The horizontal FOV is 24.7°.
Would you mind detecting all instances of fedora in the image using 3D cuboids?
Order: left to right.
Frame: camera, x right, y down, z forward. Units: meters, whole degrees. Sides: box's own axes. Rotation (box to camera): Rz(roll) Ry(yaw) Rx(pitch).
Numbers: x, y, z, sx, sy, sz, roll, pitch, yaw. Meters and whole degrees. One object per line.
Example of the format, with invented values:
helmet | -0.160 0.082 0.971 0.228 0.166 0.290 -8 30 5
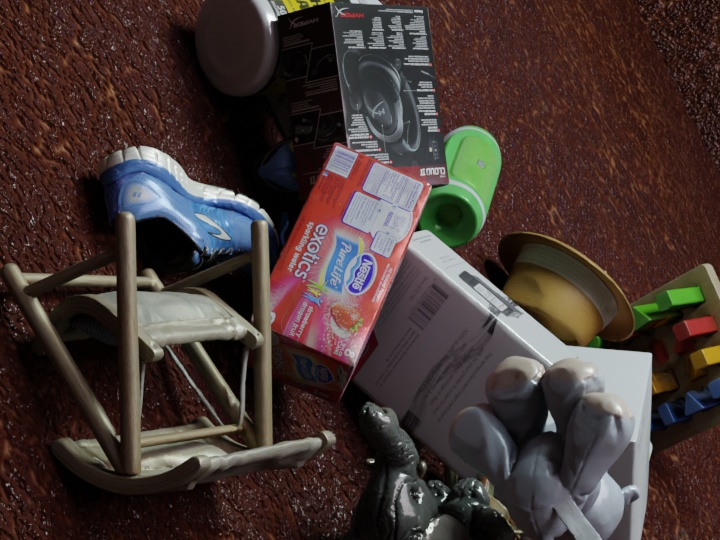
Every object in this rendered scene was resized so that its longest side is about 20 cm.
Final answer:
fedora | 0.239 0.040 2.034 0.082 0.200 0.201 -51 117 -21

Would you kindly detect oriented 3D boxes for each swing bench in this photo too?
swing bench | -0.142 0.072 1.248 0.199 0.129 0.201 2 68 -63

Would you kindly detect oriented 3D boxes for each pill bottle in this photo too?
pill bottle | -0.062 -0.238 1.679 0.200 0.111 0.112 -13 75 -47

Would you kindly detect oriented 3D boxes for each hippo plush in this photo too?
hippo plush | 0.192 0.175 1.443 0.161 0.159 0.201 31 27 -53

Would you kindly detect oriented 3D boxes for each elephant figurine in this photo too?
elephant figurine | 0.036 0.228 1.431 0.155 0.141 0.200 58 14 28

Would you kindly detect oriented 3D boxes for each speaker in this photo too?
speaker | 0.119 -0.104 1.987 0.089 0.088 0.200 54 25 -17

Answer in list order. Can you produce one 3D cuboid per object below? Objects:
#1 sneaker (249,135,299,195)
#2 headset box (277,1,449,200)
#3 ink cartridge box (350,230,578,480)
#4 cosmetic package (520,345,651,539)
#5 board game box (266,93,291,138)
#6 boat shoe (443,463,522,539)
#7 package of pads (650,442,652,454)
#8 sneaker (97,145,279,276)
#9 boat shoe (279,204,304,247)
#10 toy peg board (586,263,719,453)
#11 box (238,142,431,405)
sneaker | -0.036 -0.117 1.675 0.199 0.082 0.071 -16 99 -49
headset box | 0.006 -0.154 1.604 0.148 0.077 0.201 -9 93 -48
ink cartridge box | 0.085 0.081 1.573 0.200 0.145 0.083 41 19 12
cosmetic package | 0.242 0.213 1.750 0.199 0.122 0.201 -59 149 -62
board game box | -0.044 -0.163 1.786 0.201 0.035 0.126 64 26 5
boat shoe | 0.122 0.243 1.613 0.076 0.074 0.201 30 53 -45
package of pads | 0.288 0.210 2.012 0.155 0.068 0.200 57 25 -11
sneaker | -0.148 -0.028 1.416 0.200 0.078 0.090 26 52 -43
boat shoe | 0.000 0.000 1.663 0.200 0.068 0.084 36 35 -45
toy peg board | 0.408 0.124 2.208 0.098 0.200 0.200 -6 69 -45
box | -0.022 0.003 1.456 0.099 0.096 0.201 23 62 1
